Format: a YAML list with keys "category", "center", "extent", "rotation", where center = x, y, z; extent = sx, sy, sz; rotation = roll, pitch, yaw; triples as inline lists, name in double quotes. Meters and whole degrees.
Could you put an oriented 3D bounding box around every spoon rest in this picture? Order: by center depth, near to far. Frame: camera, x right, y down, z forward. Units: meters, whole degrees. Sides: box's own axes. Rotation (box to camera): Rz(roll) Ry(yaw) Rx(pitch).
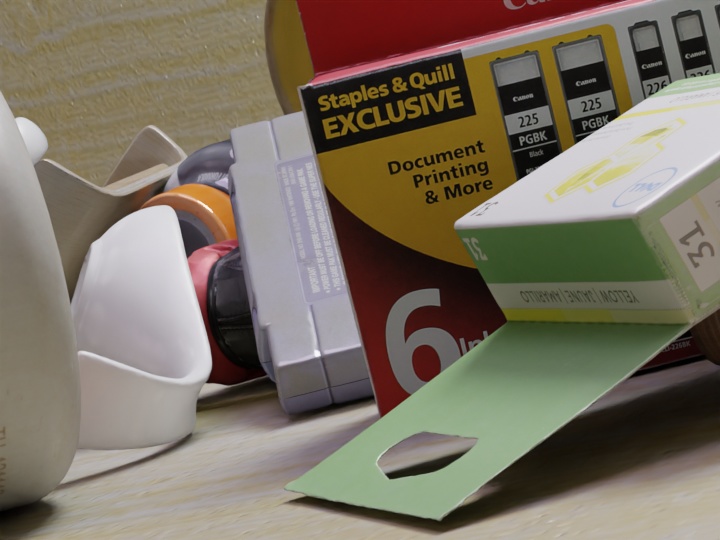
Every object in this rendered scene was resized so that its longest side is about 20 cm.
- category: "spoon rest"
  center: [-0.096, 0.033, 1.243]
  extent: [0.060, 0.100, 0.200]
  rotation: [17, 14, -7]

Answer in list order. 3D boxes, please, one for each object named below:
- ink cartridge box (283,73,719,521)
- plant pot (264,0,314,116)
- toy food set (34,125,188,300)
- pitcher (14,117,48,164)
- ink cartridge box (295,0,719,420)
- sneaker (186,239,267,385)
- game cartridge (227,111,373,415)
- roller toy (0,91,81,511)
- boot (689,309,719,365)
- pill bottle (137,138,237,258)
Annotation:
- category: "ink cartridge box"
  center: [0.067, 0.002, 0.927]
  extent: [0.200, 0.048, 0.145]
  rotation: [-32, 10, -17]
- category: "plant pot"
  center: [0.060, -0.128, 1.489]
  extent: [0.189, 0.201, 0.201]
  rotation: [-20, 8, -36]
- category: "toy food set"
  center: [-0.166, -0.006, 1.497]
  extent: [0.144, 0.060, 0.200]
  rotation: [-56, -4, 13]
- category: "pitcher"
  center: [-0.216, -0.005, 1.313]
  extent: [0.171, 0.121, 0.200]
  rotation: [-36, 4, -9]
- category: "ink cartridge box"
  center: [0.083, -0.052, 1.078]
  extent: [0.199, 0.176, 0.084]
  rotation: [-14, 5, 3]
- category: "sneaker"
  center: [0.000, 0.000, 1.351]
  extent: [0.098, 0.071, 0.200]
  rotation: [-11, 8, 39]
- category: "game cartridge"
  center: [0.012, -0.015, 1.245]
  extent: [0.129, 0.038, 0.200]
  rotation: [-17, 33, 3]
- category: "roller toy"
  center: [-0.183, 0.007, 1.090]
  extent: [0.139, 0.201, 0.182]
  rotation: [-15, -1, -19]
- category: "boot"
  center: [0.217, -0.026, 0.957]
  extent: [0.155, 0.077, 0.200]
  rotation: [-12, 8, 45]
- category: "pill bottle"
  center: [-0.036, -0.024, 1.524]
  extent: [0.106, 0.107, 0.200]
  rotation: [-11, 5, 36]
